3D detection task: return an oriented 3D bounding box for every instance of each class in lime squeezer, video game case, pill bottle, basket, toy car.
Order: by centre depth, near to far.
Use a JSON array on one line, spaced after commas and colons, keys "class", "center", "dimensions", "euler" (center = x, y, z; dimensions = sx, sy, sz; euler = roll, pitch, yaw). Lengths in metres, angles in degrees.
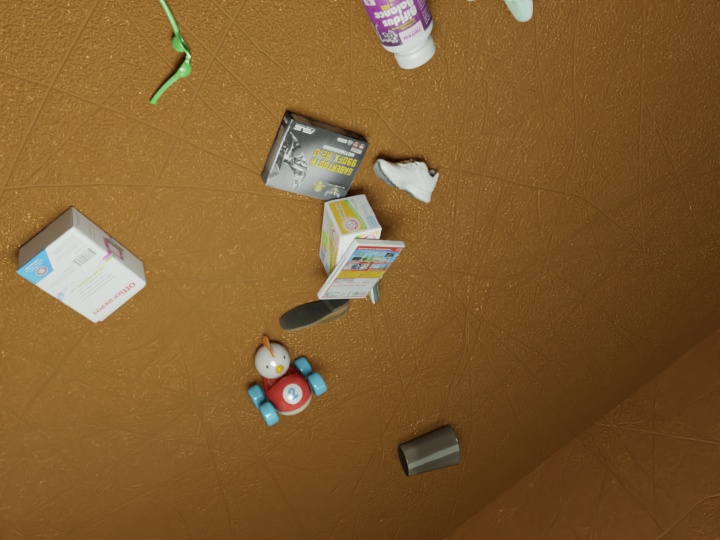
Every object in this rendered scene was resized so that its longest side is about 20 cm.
[{"class": "lime squeezer", "center": [-0.337, -0.394, 1.043], "dimensions": [0.070, 0.038, 0.201], "euler": [15, 123, 0]}, {"class": "pill bottle", "center": [0.074, -0.497, 1.121], "dimensions": [0.112, 0.113, 0.200], "euler": [-35, 134, 2]}, {"class": "video game case", "center": [0.000, 0.000, 1.371], "dimensions": [0.142, 0.018, 0.200], "euler": [0, 141, -37]}, {"class": "toy car", "center": [-0.220, 0.268, 1.550], "dimensions": [0.183, 0.177, 0.201], "euler": [-29, 122, -19]}, {"class": "basket", "center": [0.249, 0.673, 2.143], "dimensions": [0.198, 0.137, 0.181], "euler": [-13, 136, -14]}]

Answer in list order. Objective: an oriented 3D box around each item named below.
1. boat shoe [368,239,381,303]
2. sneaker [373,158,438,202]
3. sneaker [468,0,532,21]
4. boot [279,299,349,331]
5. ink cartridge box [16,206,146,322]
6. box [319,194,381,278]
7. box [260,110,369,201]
[{"class": "boat shoe", "center": [0.039, 0.003, 1.532], "dimensions": [0.061, 0.073, 0.201], "euler": [-17, 127, -10]}, {"class": "sneaker", "center": [0.109, -0.233, 1.393], "dimensions": [0.199, 0.074, 0.088], "euler": [17, 105, -44]}, {"class": "sneaker", "center": [0.270, -0.571, 1.191], "dimensions": [0.118, 0.074, 0.200], "euler": [-43, 124, 1]}, {"class": "boot", "center": [-0.118, 0.126, 1.551], "dimensions": [0.198, 0.074, 0.076], "euler": [-21, 143, -15]}, {"class": "ink cartridge box", "center": [-0.564, -0.006, 1.188], "dimensions": [0.144, 0.085, 0.200], "euler": [-36, 133, 3]}, {"class": "box", "center": [-0.028, -0.066, 1.379], "dimensions": [0.100, 0.113, 0.201], "euler": [-14, 146, -18]}, {"class": "box", "center": [-0.099, -0.243, 1.275], "dimensions": [0.199, 0.048, 0.159], "euler": [10, 120, -34]}]
